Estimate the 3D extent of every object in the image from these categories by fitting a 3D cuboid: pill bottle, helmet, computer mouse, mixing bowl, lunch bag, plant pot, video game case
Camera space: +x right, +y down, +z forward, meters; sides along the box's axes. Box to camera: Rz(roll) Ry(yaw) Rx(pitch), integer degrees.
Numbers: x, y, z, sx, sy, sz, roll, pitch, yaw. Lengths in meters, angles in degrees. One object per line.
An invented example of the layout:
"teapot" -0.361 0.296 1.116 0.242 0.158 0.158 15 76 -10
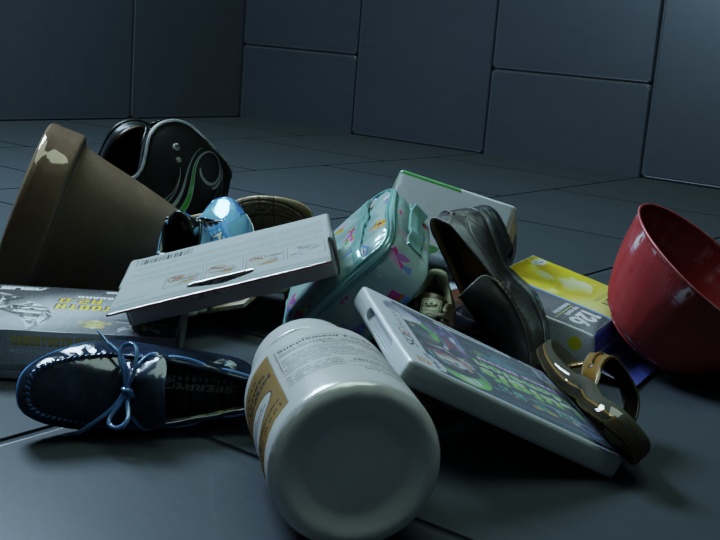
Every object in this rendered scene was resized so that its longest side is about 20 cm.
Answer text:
"pill bottle" -0.023 0.102 0.784 0.114 0.115 0.200 2 12 -13
"helmet" -0.278 -0.094 1.419 0.200 0.191 0.200 31 -16 10
"computer mouse" 0.094 0.078 1.157 0.058 0.034 0.200 24 25 26
"mixing bowl" 0.333 0.035 1.152 0.200 0.108 0.200 30 28 -18
"lunch bag" 0.000 0.000 1.112 0.077 0.160 0.200 41 18 -13
"plant pot" -0.302 -0.041 1.247 0.174 0.201 0.200 22 8 -13
"video game case" 0.099 0.087 0.913 0.200 0.023 0.182 26 10 -18

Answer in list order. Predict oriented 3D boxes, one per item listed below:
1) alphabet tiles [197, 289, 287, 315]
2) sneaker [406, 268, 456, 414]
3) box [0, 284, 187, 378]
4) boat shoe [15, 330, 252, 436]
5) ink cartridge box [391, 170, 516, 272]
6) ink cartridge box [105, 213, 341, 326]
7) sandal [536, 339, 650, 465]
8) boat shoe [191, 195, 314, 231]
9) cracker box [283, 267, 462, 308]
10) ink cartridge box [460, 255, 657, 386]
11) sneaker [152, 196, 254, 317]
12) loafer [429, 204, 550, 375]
"alphabet tiles" -0.134 0.011 1.252 0.166 0.006 0.200 -9 16 23
"sneaker" 0.053 0.062 1.037 0.070 0.076 0.200 9 23 3
"box" -0.269 0.059 1.047 0.199 0.049 0.158 3 12 -5
"boat shoe" -0.166 0.086 0.871 0.199 0.085 0.069 -5 4 -28
"ink cartridge box" 0.111 -0.036 1.335 0.146 0.083 0.200 19 -9 11
"ink cartridge box" -0.117 0.009 0.993 0.199 0.044 0.174 -14 17 0
"sandal" 0.205 0.099 0.932 0.082 0.055 0.200 46 4 -9
"boat shoe" -0.144 -0.048 1.323 0.199 0.074 0.065 -6 0 17
"cracker box" 0.027 0.028 1.281 0.200 0.058 0.134 13 16 40
"ink cartridge box" 0.238 0.049 1.208 0.199 0.047 0.197 21 18 24
"sneaker" -0.171 -0.033 1.202 0.078 0.090 0.200 -4 30 16
"loafer" 0.126 0.026 1.102 0.072 0.073 0.200 -2 56 -35
